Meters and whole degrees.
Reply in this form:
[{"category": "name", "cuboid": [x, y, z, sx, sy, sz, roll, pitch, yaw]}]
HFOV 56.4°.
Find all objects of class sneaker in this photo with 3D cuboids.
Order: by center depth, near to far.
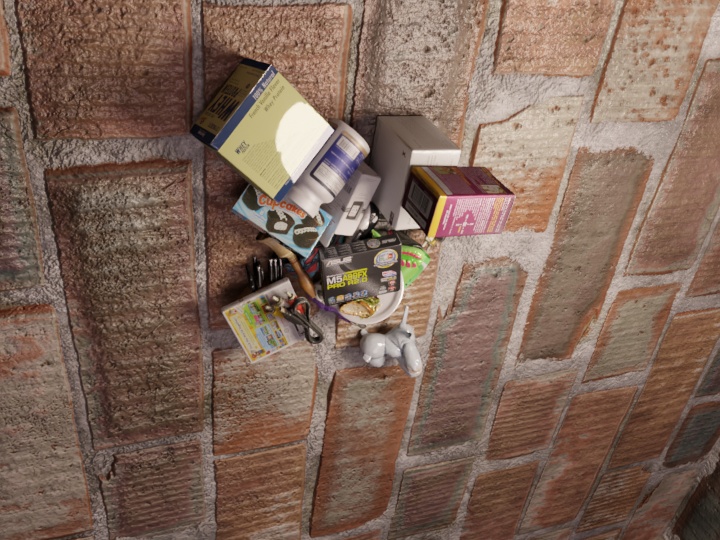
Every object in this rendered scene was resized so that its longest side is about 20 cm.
[{"category": "sneaker", "cuboid": [-0.115, -0.061, 1.661, 0.095, 0.080, 0.200, 31, 106, -34]}, {"category": "sneaker", "cuboid": [0.070, -0.069, 1.718, 0.198, 0.084, 0.077, 24, 122, -2]}, {"category": "sneaker", "cuboid": [-0.057, 0.088, 1.793, 0.199, 0.083, 0.081, 35, 64, -23]}]

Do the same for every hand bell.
[{"category": "hand bell", "cuboid": [-0.157, -0.019, 1.616, 0.103, 0.104, 0.201, -29, 111, -1]}]

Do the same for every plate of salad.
[{"category": "plate of salad", "cuboid": [0.015, 0.037, 1.730, 0.197, 0.048, 0.203, 0, 86, -3]}]

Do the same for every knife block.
[{"category": "knife block", "cuboid": [-0.220, 0.050, 1.703, 0.175, 0.064, 0.200, -44, 129, 11]}]

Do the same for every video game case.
[{"category": "video game case", "cuboid": [-0.232, 0.129, 1.700, 0.180, 0.023, 0.201, -25, 131, -6]}]

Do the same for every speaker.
[{"category": "speaker", "cuboid": [0.092, 0.012, 1.799, 0.200, 0.089, 0.088, -44, 129, 10]}]

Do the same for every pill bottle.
[{"category": "pill bottle", "cuboid": [-0.081, -0.222, 1.470, 0.201, 0.116, 0.116, -52, 129, -2]}]

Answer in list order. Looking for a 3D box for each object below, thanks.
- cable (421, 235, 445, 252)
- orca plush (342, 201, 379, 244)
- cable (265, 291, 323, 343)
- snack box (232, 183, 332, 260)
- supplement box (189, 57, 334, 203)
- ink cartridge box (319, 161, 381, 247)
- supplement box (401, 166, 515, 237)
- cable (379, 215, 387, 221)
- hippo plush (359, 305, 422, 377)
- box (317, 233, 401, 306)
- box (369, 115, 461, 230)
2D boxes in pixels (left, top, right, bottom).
[{"category": "cable", "cuboid": [0.221, -0.141, 1.721, 0.201, 0.050, 0.097, -58, 164, -19]}, {"category": "orca plush", "cuboid": [0.001, -0.070, 1.648, 0.070, 0.105, 0.202, 25, 101, -17]}, {"category": "cable", "cuboid": [-0.142, 0.113, 1.674, 0.097, 0.051, 0.200, -32, 139, 16]}, {"category": "snack box", "cuboid": [-0.176, -0.128, 1.522, 0.199, 0.037, 0.117, 33, 75, -6]}, {"category": "supplement box", "cuboid": [-0.203, -0.289, 1.392, 0.199, 0.134, 0.201, 39, 86, -38]}, {"category": "ink cartridge box", "cuboid": [-0.046, -0.165, 1.586, 0.066, 0.116, 0.201, 2, 125, -45]}, {"category": "supplement box", "cuboid": [0.209, -0.150, 1.446, 0.198, 0.131, 0.104, -4, 126, -26]}, {"category": "cable", "cuboid": [0.115, -0.146, 1.729, 0.197, 0.051, 0.098, -2, 142, -7]}, {"category": "hippo plush", "cuboid": [0.083, 0.230, 1.902, 0.159, 0.161, 0.201, -14, 148, 1]}, {"category": "box", "cuboid": [0.000, 0.000, 1.632, 0.197, 0.045, 0.161, -11, 136, -11]}, {"category": "box", "cuboid": [0.115, -0.230, 1.561, 0.129, 0.201, 0.201, -5, 126, -22]}]
